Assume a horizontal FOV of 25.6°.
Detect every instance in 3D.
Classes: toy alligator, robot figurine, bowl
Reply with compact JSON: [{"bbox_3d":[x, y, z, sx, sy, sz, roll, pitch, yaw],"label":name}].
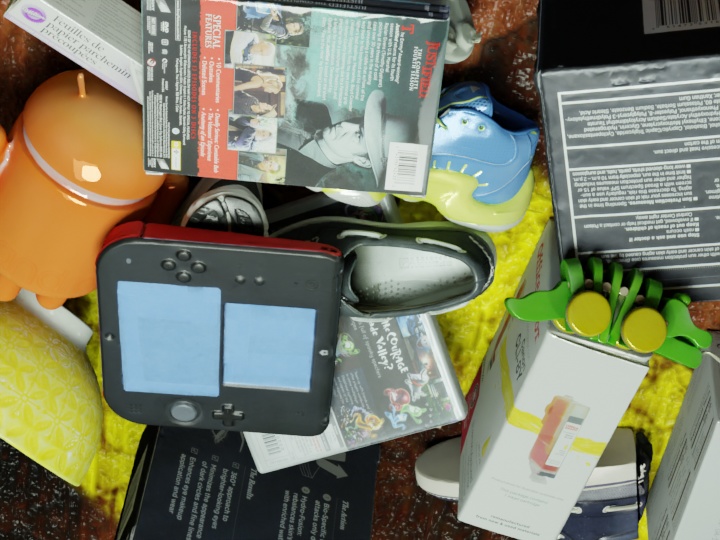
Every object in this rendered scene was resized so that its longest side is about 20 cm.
[{"bbox_3d":[0.196,0.030,1.074,0.197,0.059,0.055,16,89,-4],"label":"toy alligator"},{"bbox_3d":[-0.209,-0.062,1.154,0.143,0.117,0.201,35,123,-2],"label":"robot figurine"},{"bbox_3d":[-0.273,0.069,1.249,0.200,0.200,0.108,39,80,-22],"label":"bowl"}]

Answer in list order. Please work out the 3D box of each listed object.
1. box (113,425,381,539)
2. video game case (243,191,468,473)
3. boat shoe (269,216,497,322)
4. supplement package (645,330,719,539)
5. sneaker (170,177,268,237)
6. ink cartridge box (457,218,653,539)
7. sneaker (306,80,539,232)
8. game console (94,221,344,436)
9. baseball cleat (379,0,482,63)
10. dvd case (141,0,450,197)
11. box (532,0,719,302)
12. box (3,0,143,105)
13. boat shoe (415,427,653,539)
[{"bbox_3d":[-0.097,0.217,1.301,0.198,0.198,0.118,20,128,-10],"label":"box"},{"bbox_3d":[-0.031,0.044,1.232,0.180,0.023,0.202,-16,102,18],"label":"video game case"},{"bbox_3d":[0.000,0.000,1.166,0.197,0.060,0.077,-9,106,16],"label":"boat shoe"},{"bbox_3d":[0.330,0.170,1.277,0.154,0.112,0.202,9,128,-1],"label":"supplement package"},{"bbox_3d":[-0.123,-0.003,1.196,0.073,0.080,0.201,24,128,-17],"label":"sneaker"},{"bbox_3d":[0.145,0.085,1.212,0.082,0.146,0.201,17,127,-6],"label":"ink cartridge box"},{"bbox_3d":[0.038,-0.098,1.133,0.197,0.076,0.106,11,120,-17],"label":"sneaker"},{"bbox_3d":[-0.104,0.049,1.166,0.174,0.031,0.201,8,135,1],"label":"game console"},{"bbox_3d":[-0.012,-0.199,1.051,0.106,0.070,0.199,-13,139,45],"label":"baseball cleat"},{"bbox_3d":[-0.046,-0.118,1.050,0.197,0.022,0.147,5,130,0],"label":"dvd case"},{"bbox_3d":[0.226,-0.090,1.082,0.197,0.124,0.200,-3,127,11],"label":"box"},{"bbox_3d":[-0.147,-0.143,1.088,0.199,0.042,0.039,31,144,-27],"label":"box"},{"bbox_3d":[0.147,0.192,1.333,0.197,0.075,0.094,-3,120,7],"label":"boat shoe"}]
